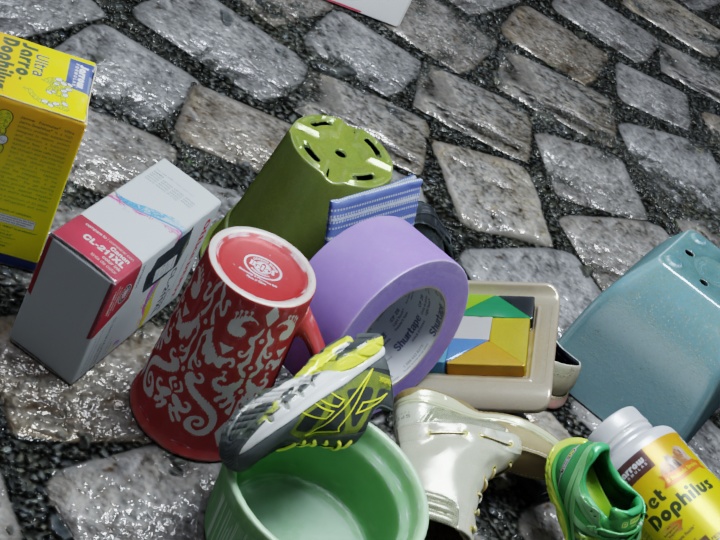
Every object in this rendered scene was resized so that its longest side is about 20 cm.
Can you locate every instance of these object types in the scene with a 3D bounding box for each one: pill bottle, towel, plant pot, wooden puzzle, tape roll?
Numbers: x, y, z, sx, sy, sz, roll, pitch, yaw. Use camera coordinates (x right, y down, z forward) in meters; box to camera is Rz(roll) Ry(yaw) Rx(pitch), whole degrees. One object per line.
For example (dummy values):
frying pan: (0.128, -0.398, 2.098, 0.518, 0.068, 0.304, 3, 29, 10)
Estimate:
pill bottle: (0.331, 0.245, 1.503, 0.109, 0.110, 0.200, -11, 51, -42)
towel: (0.000, 0.000, 1.508, 0.024, 0.201, 0.144, 29, 32, 33)
plant pot: (0.372, 0.072, 1.669, 0.196, 0.201, 0.196, 40, 37, 14)
wooden puzzle: (0.127, 0.076, 1.565, 0.184, 0.037, 0.201, 2, 39, 11)
plant pot: (-0.055, -0.063, 1.551, 0.199, 0.191, 0.201, 18, 37, -14)
tape roll: (0.012, 0.049, 1.441, 0.199, 0.201, 0.085, -14, 43, -44)

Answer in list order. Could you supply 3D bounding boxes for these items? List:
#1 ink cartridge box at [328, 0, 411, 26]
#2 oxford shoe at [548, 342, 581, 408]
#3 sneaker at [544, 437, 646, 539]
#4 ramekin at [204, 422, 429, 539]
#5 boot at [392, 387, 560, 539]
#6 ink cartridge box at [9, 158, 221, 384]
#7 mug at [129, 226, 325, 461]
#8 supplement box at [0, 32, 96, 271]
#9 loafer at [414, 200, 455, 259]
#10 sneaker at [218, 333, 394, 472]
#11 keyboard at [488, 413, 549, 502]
ink cartridge box: (0.008, -0.492, 2.214, 0.144, 0.085, 0.201, 18, 37, -16)
oxford shoe: (0.182, 0.069, 1.649, 0.200, 0.074, 0.071, 42, 37, 18)
sneaker: (0.248, 0.265, 1.403, 0.074, 0.083, 0.201, -22, 90, -39)
ramekin: (-0.046, 0.224, 1.281, 0.199, 0.098, 0.201, 18, 37, -14)
boot: (0.118, 0.217, 1.410, 0.199, 0.072, 0.155, 21, 49, -16)
ink cartridge box: (-0.240, -0.004, 1.388, 0.083, 0.146, 0.200, 35, 36, 8)
mug: (-0.109, 0.068, 1.343, 0.176, 0.201, 0.134, 6, 40, -28)
supplement box: (-0.349, -0.118, 1.409, 0.109, 0.201, 0.109, 16, 36, -17)
loafer: (0.073, -0.033, 1.652, 0.071, 0.068, 0.200, 63, 11, 15)
sneaker: (-0.037, 0.132, 1.250, 0.200, 0.074, 0.085, -34, 105, -33)
keyboard: (0.139, 0.176, 1.537, 0.127, 0.021, 0.200, -12, 51, -44)
